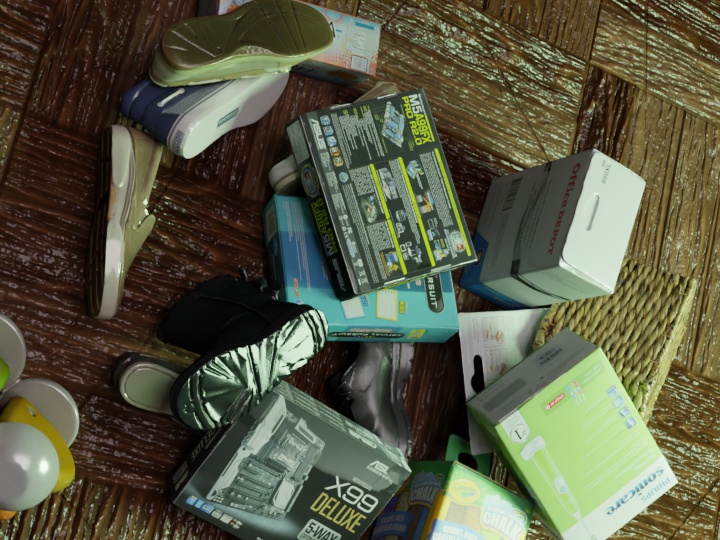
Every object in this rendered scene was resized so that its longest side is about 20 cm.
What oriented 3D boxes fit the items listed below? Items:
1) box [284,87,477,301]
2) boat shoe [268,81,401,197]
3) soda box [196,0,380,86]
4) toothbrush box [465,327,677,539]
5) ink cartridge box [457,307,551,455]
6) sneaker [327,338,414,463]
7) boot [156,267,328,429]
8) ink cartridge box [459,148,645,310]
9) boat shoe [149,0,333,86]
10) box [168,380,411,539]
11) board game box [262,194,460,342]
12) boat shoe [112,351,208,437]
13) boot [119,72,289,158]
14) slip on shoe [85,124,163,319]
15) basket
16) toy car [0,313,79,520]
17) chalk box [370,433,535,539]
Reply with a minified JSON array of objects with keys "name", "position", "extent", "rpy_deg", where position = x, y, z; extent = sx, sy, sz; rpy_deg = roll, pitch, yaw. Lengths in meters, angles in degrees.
[{"name":"box","position":[0.023,-0.083,1.548],"extent":[0.160,0.044,0.201],"rpy_deg":[-16,86,-29]},{"name":"boat shoe","position":[-0.026,-0.145,1.609],"extent":[0.199,0.075,0.069],"rpy_deg":[-29,79,-28]},{"name":"soda box","position":[-0.079,-0.258,1.588],"extent":[0.199,0.068,0.064],"rpy_deg":[11,80,-29]},{"name":"toothbrush box","position":[0.232,0.189,1.585],"extent":[0.145,0.086,0.200],"rpy_deg":[-36,111,-8]},{"name":"ink cartridge box","position":[0.173,0.127,1.671],"extent":[0.199,0.050,0.163],"rpy_deg":[-1,84,-42]},{"name":"sneaker","position":[0.007,0.149,1.590],"extent":[0.090,0.076,0.201],"rpy_deg":[8,70,-22]},{"name":"boot","position":[-0.144,0.073,1.435],"extent":[0.198,0.162,0.074],"rpy_deg":[-34,123,-31]},{"name":"ink cartridge box","position":[0.217,-0.042,1.653],"extent":[0.084,0.200,0.145],"rpy_deg":[27,71,-24]},{"name":"boat shoe","position":[-0.122,-0.230,1.499],"extent":[0.200,0.063,0.073],"rpy_deg":[-19,77,-32]},{"name":"box","position":[-0.072,0.212,1.493],"extent":[0.200,0.050,0.158],"rpy_deg":[34,102,-25]},{"name":"board game box","position":[0.000,0.000,1.577],"extent":[0.199,0.047,0.152],"rpy_deg":[3,66,-23]},{"name":"boat shoe","position":[-0.166,0.135,1.495],"extent":[0.199,0.057,0.067],"rpy_deg":[29,98,-28]},{"name":"boot","position":[-0.161,-0.192,1.532],"extent":[0.090,0.073,0.200],"rpy_deg":[34,37,15]},{"name":"slip on shoe","position":[-0.238,-0.048,1.470],"extent":[0.060,0.076,0.201],"rpy_deg":[9,71,-26]},{"name":"basket","position":[0.296,0.091,1.727],"extent":[0.148,0.143,0.200],"rpy_deg":[19,49,16]},{"name":"toy car","position":[-0.363,0.143,1.339],"extent":[0.150,0.175,0.200],"rpy_deg":[-33,103,8]},{"name":"chalk box","position":[0.099,0.282,1.586],"extent":[0.124,0.124,0.201],"rpy_deg":[28,70,-24]}]
